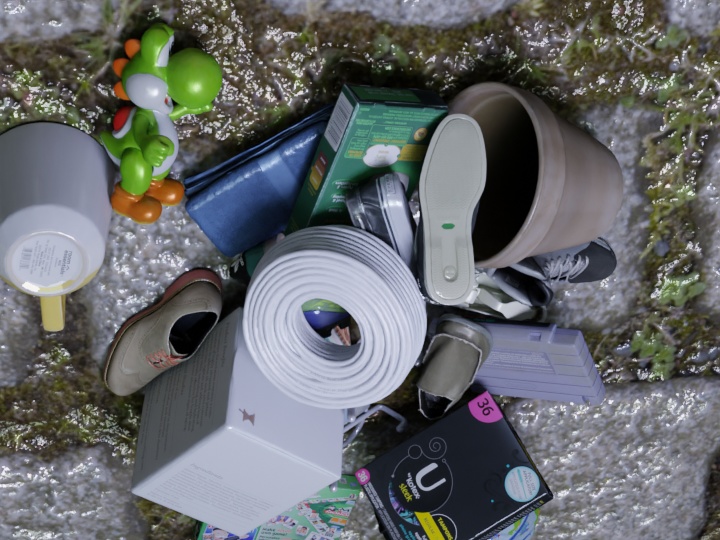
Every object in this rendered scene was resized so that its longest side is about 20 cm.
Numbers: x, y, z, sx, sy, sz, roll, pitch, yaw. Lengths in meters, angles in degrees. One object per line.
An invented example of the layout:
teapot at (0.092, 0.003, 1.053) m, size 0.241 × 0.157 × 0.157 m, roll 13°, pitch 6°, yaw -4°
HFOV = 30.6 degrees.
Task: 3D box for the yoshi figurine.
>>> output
yoshi figurine at (-0.196, -0.151, 1.364) m, size 0.111 × 0.112 × 0.201 m, roll -7°, pitch 122°, yaw -32°

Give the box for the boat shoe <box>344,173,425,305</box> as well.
boat shoe at (0.028, -0.027, 1.435) m, size 0.070 × 0.072 × 0.201 m, roll -10°, pitch 134°, yaw 8°

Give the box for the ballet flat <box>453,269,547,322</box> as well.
ballet flat at (0.144, 0.025, 1.594) m, size 0.199 × 0.070 × 0.070 m, roll 16°, pitch 121°, yaw -23°

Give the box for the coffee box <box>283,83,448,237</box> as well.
coffee box at (0.003, -0.104, 1.419) m, size 0.122 × 0.044 × 0.201 m, roll -2°, pitch 129°, yaw -33°

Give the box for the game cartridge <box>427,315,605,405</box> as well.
game cartridge at (0.192, 0.109, 1.621) m, size 0.199 × 0.039 × 0.130 m, roll 4°, pitch 138°, yaw 31°

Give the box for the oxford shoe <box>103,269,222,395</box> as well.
oxford shoe at (-0.236, 0.086, 1.546) m, size 0.070 × 0.075 × 0.200 m, roll 29°, pitch 115°, yaw -30°

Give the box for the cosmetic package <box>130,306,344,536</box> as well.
cosmetic package at (-0.142, 0.183, 1.552) m, size 0.166 × 0.168 × 0.200 m, roll 29°, pitch 134°, yaw -29°

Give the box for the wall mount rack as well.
wall mount rack at (0.004, 0.171, 1.622) m, size 0.173 × 0.074 × 0.201 m, roll -31°, pitch 143°, yaw -45°

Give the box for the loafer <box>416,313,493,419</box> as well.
loafer at (0.111, 0.123, 1.602) m, size 0.075 × 0.070 × 0.200 m, roll 20°, pitch 148°, yaw 8°

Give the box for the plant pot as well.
plant pot at (0.190, -0.095, 1.456) m, size 0.173 × 0.200 × 0.201 m, roll 7°, pitch 126°, yaw -37°

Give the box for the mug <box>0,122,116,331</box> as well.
mug at (-0.318, -0.040, 1.384) m, size 0.149 × 0.154 × 0.187 m, roll -28°, pitch 128°, yaw 8°

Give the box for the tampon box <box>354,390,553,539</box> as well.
tampon box at (0.122, 0.273, 1.671) m, size 0.199 × 0.150 × 0.126 m, roll -33°, pitch 163°, yaw 3°

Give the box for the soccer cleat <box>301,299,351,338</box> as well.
soccer cleat at (0.000, 0.000, 1.505) m, size 0.200 × 0.065 × 0.084 m, roll -33°, pitch 116°, yaw -28°

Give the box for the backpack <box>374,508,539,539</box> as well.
backpack at (0.144, 0.337, 1.785) m, size 0.200 × 0.163 × 0.153 m, roll -45°, pitch 132°, yaw 13°

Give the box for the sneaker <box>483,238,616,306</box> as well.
sneaker at (0.227, 0.007, 1.569) m, size 0.199 × 0.116 × 0.075 m, roll 8°, pitch 124°, yaw -18°

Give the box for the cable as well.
cable at (-0.031, 0.052, 1.400) m, size 0.199 × 0.069 × 0.201 m, roll -1°, pitch 116°, yaw 21°

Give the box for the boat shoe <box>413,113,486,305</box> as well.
boat shoe at (0.089, -0.064, 1.390) m, size 0.071 × 0.068 × 0.202 m, roll 6°, pitch 87°, yaw -11°

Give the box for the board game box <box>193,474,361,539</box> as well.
board game box at (-0.113, 0.326, 1.784) m, size 0.199 × 0.029 × 0.135 m, roll 10°, pitch 122°, yaw -20°

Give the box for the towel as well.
towel at (-0.090, -0.098, 1.458) m, size 0.199 × 0.049 × 0.112 m, roll -29°, pitch 132°, yaw 6°

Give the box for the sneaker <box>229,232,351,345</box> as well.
sneaker at (-0.081, 0.039, 1.558) m, size 0.079 × 0.072 × 0.200 m, roll -22°, pitch 129°, yaw 18°
